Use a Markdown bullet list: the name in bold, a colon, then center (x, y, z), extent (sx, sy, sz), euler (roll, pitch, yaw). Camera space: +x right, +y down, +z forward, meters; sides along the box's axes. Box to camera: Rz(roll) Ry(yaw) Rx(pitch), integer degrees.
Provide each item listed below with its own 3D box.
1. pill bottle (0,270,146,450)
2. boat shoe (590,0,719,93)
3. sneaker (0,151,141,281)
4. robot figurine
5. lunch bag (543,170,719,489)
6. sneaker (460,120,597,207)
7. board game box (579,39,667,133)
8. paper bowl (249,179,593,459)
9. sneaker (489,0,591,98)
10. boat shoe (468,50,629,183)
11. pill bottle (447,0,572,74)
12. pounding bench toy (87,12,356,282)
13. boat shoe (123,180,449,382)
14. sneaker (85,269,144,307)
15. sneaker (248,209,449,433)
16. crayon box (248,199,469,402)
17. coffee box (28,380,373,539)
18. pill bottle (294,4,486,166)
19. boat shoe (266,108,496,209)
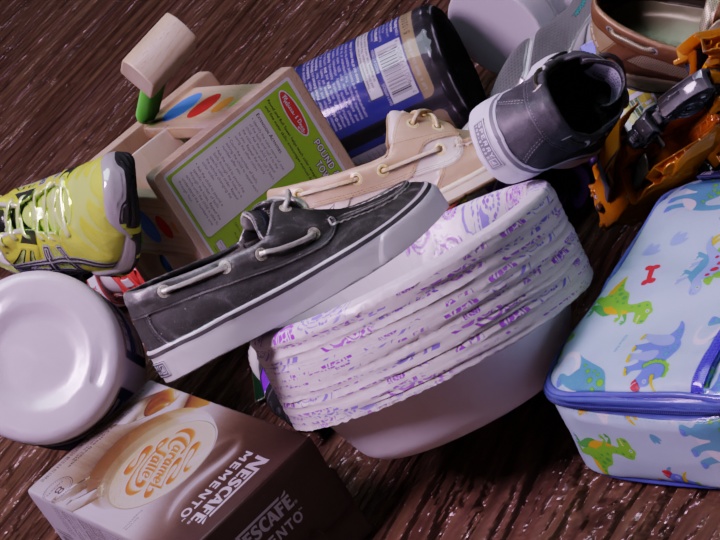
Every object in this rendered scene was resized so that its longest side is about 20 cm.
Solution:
- **pill bottle**: center (-0.203, 0.065, 1.589), extent (0.111, 0.112, 0.200), euler (-33, -6, -2)
- **boat shoe**: center (0.236, -0.148, 1.498), extent (0.198, 0.074, 0.076), euler (4, 64, 26)
- **sneaker**: center (-0.196, -0.027, 1.535), extent (0.076, 0.076, 0.200), euler (0, -14, -25)
- **robot figurine**: center (0.209, -0.088, 1.397), extent (0.144, 0.059, 0.200), euler (-12, -21, -19)
- **lunch bag**: center (0.210, 0.028, 1.316), extent (0.160, 0.083, 0.200), euler (3, 44, 45)
- **sneaker**: center (0.135, -0.082, 1.602), extent (0.200, 0.083, 0.081), euler (-35, -21, -42)
- **board game box**: center (0.260, -0.143, 1.549), extent (0.199, 0.029, 0.135), euler (-29, 55, 5)
- **paper bowl**: center (0.043, 0.036, 1.376), extent (0.199, 0.105, 0.201), euler (-26, 7, 3)
- **sneaker**: center (0.169, -0.159, 1.703), extent (0.201, 0.080, 0.070), euler (-53, 34, 0)
- **boat shoe**: center (0.129, -0.103, 1.420), extent (0.066, 0.070, 0.200), euler (-28, -2, 28)
- **pill bottle**: center (0.152, -0.240, 1.803), extent (0.112, 0.113, 0.200), euler (-3, 39, 45)
- **pounding bench toy**: center (-0.112, -0.080, 1.585), extent (0.124, 0.201, 0.156), euler (-40, 21, -20)
- **boat shoe**: center (-0.041, -0.011, 1.347), extent (0.199, 0.064, 0.071), euler (-30, 7, -19)
- **sneaker**: center (-0.166, 0.004, 1.779), extent (0.108, 0.067, 0.201), euler (-35, 23, -5)
- **sneaker**: center (0.026, 0.042, 1.513), extent (0.199, 0.070, 0.100), euler (-33, 33, 7)
- **crayon box**: center (0.000, 0.000, 1.622), extent (0.199, 0.051, 0.127), euler (-28, 27, 8)
- **coffee box**: center (-0.101, 0.146, 1.445), extent (0.114, 0.080, 0.199), euler (-43, 28, -22)
- **pill bottle**: center (-0.011, -0.107, 1.749), extent (0.199, 0.112, 0.112), euler (-24, 27, 14)
- **boat shoe**: center (0.033, -0.068, 1.487), extent (0.199, 0.070, 0.074), euler (-28, 3, -4)
